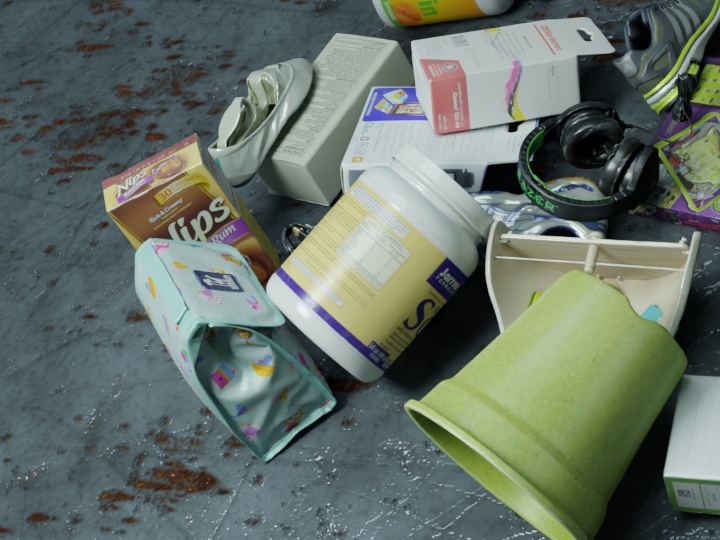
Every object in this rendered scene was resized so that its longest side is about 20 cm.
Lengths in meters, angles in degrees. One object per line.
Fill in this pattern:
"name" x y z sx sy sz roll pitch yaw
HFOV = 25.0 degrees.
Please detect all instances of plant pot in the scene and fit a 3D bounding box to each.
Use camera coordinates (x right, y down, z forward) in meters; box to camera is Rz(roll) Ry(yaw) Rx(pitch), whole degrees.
"plant pot" 0.170 0.108 1.371 0.184 0.200 0.200 -50 44 -9

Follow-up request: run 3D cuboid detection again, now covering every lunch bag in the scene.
"lunch bag" -0.135 0.064 1.614 0.122 0.200 0.170 -38 41 2

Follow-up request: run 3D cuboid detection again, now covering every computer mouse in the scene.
"computer mouse" 0.000 0.000 1.668 0.199 0.034 0.059 26 74 21

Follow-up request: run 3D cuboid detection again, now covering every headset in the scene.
"headset" 0.247 -0.125 1.587 0.199 0.094 0.124 -26 55 -22

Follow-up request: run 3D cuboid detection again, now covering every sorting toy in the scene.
"sorting toy" 0.210 0.058 1.496 0.199 0.107 0.181 4 64 25

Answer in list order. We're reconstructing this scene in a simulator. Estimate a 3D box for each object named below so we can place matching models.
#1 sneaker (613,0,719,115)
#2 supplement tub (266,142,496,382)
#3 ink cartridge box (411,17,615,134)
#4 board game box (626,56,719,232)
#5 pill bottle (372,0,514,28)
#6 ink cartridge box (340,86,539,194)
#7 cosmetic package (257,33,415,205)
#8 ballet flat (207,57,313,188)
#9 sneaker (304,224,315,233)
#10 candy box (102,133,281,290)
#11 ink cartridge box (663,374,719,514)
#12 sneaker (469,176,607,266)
"sneaker" 0.325 -0.259 1.706 0.074 0.081 0.200 -36 23 50
"supplement tub" 0.022 -0.009 1.567 0.200 0.145 0.145 -48 42 1
"ink cartridge box" 0.163 -0.210 1.726 0.199 0.068 0.117 -10 30 -4
"board game box" 0.355 -0.129 1.625 0.120 0.032 0.200 12 59 44
"pill bottle" 0.119 -0.353 1.918 0.199 0.111 0.111 -4 49 29
"ink cartridge box" 0.093 -0.142 1.729 0.199 0.044 0.198 -1 30 12
"cosmetic package" -0.032 -0.177 1.876 0.103 0.073 0.200 16 61 41
"ballet flat" -0.113 -0.184 1.830 0.069 0.070 0.200 4 52 34
"sneaker" 0.029 -0.068 1.738 0.200 0.073 0.072 -34 40 -2
"candy box" -0.177 -0.041 1.742 0.116 0.200 0.057 -27 41 8
"ink cartridge box" 0.357 0.148 1.334 0.199 0.059 0.104 1 51 23
"sneaker" 0.150 -0.032 1.626 0.199 0.075 0.088 -16 45 20
